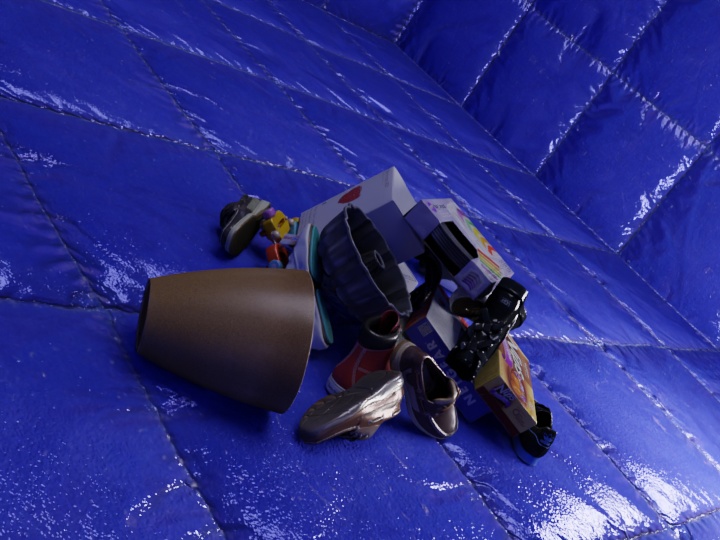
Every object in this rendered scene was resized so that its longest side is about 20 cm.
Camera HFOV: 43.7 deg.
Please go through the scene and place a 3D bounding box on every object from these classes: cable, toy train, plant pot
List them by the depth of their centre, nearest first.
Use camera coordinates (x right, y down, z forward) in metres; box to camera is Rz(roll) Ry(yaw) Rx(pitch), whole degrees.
[{"bbox_3d":[-0.178,0.072,1.140,0.197,0.188,0.187,12,29,-19],"label":"plant pot"},{"bbox_3d":[-0.130,-0.028,1.565,0.199,0.055,0.152,8,61,-68],"label":"toy train"},{"bbox_3d":[0.060,0.002,1.600,0.201,0.161,0.051,58,-8,47],"label":"cable"}]

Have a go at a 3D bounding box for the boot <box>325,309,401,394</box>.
[{"bbox_3d":[0.044,0.125,1.380,0.072,0.146,0.199,38,18,26],"label":"boot"}]

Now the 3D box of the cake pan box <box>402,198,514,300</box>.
[{"bbox_3d":[0.170,-0.041,1.535,0.185,0.052,0.199,49,19,12],"label":"cake pan box"}]

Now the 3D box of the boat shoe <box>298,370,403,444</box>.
[{"bbox_3d":[-0.004,0.202,1.243,0.075,0.073,0.199,2,17,44],"label":"boat shoe"}]

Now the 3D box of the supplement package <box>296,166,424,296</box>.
[{"bbox_3d":[0.001,-0.068,1.575,0.120,0.198,0.122,55,21,-28],"label":"supplement package"}]

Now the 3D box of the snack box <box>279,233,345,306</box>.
[{"bbox_3d":[-0.050,0.010,1.513,0.200,0.024,0.071,45,-19,-30],"label":"snack box"}]

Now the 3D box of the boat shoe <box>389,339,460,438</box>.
[{"bbox_3d":[0.112,0.188,1.351,0.071,0.072,0.202,12,-41,43],"label":"boat shoe"}]

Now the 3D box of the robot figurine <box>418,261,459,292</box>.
[{"bbox_3d":[0.205,-0.019,1.956,0.198,0.125,0.152,30,46,-14],"label":"robot figurine"}]

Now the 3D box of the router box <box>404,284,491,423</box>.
[{"bbox_3d":[0.165,0.141,1.580,0.201,0.049,0.180,55,20,-8],"label":"router box"}]

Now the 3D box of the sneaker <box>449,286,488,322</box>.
[{"bbox_3d":[0.203,0.040,1.622,0.200,0.072,0.086,35,51,-67],"label":"sneaker"}]

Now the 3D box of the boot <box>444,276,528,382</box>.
[{"bbox_3d":[0.207,0.108,1.475,0.073,0.163,0.199,32,-13,14],"label":"boot"}]

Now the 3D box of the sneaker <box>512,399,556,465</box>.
[{"bbox_3d":[0.299,0.254,1.596,0.069,0.078,0.201,27,24,-21],"label":"sneaker"}]

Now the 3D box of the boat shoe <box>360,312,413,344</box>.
[{"bbox_3d":[0.046,0.111,1.522,0.075,0.062,0.199,61,23,11],"label":"boat shoe"}]

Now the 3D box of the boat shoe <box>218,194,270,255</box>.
[{"bbox_3d":[-0.210,-0.083,1.534,0.065,0.073,0.201,25,22,2],"label":"boat shoe"}]

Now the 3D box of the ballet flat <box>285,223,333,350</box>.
[{"bbox_3d":[-0.088,0.026,1.395,0.069,0.069,0.203,10,66,-48],"label":"ballet flat"}]

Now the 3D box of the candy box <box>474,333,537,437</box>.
[{"bbox_3d":[0.250,0.182,1.567,0.117,0.056,0.201,51,22,-17],"label":"candy box"}]

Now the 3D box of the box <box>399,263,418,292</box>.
[{"bbox_3d":[0.019,-0.028,1.771,0.116,0.060,0.201,17,29,-39],"label":"box"}]

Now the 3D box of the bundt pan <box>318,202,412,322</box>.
[{"bbox_3d":[0.000,0.000,1.419,0.203,0.075,0.203,55,16,-24],"label":"bundt pan"}]
